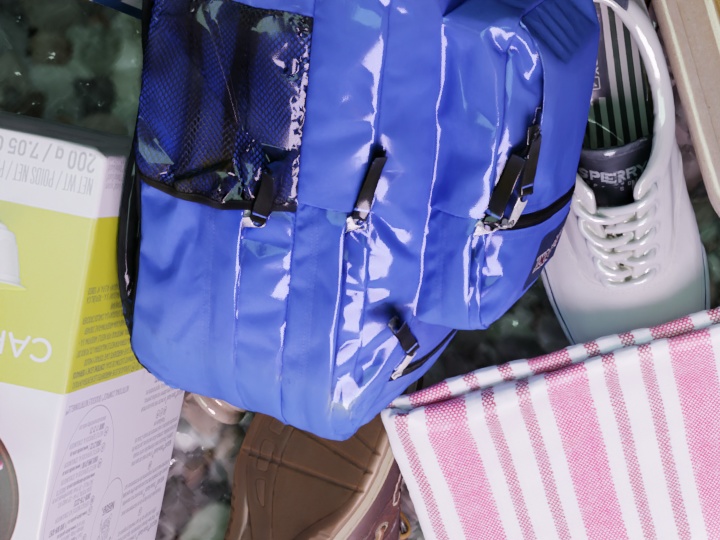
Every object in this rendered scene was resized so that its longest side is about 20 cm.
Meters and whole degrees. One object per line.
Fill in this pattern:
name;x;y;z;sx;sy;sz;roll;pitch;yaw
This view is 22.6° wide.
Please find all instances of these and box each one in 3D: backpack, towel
backpack;-0.005;-0.035;0.696;0.168;0.163;0.200;21;115;19
towel;0.120;0.088;0.788;0.200;0.030;0.146;-15;128;8

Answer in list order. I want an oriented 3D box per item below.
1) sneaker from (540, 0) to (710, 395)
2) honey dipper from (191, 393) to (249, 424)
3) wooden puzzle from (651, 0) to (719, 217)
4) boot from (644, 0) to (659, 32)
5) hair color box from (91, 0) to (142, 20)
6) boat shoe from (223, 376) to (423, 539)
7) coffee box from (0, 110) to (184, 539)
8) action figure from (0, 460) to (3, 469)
sneaker;0.103;-0.030;0.754;0.073;0.071;0.200;-12;106;11
honey dipper;0.000;0.000;0.809;0.200;0.038;0.038;-40;88;24
wooden puzzle;0.210;-0.135;0.768;0.185;0.037;0.200;-18;89;-15
boot;0.031;-0.116;0.814;0.200;0.064;0.187;20;96;8
hair color box;-0.117;-0.214;0.773;0.060;0.100;0.200;-23;91;6
boat shoe;-0.016;0.116;0.832;0.072;0.072;0.200;27;101;34
coffee box;-0.191;0.027;0.780;0.200;0.200;0.198;12;95;8
action figure;-0.215;0.017;0.651;0.200;0.134;0.149;29;54;-7
